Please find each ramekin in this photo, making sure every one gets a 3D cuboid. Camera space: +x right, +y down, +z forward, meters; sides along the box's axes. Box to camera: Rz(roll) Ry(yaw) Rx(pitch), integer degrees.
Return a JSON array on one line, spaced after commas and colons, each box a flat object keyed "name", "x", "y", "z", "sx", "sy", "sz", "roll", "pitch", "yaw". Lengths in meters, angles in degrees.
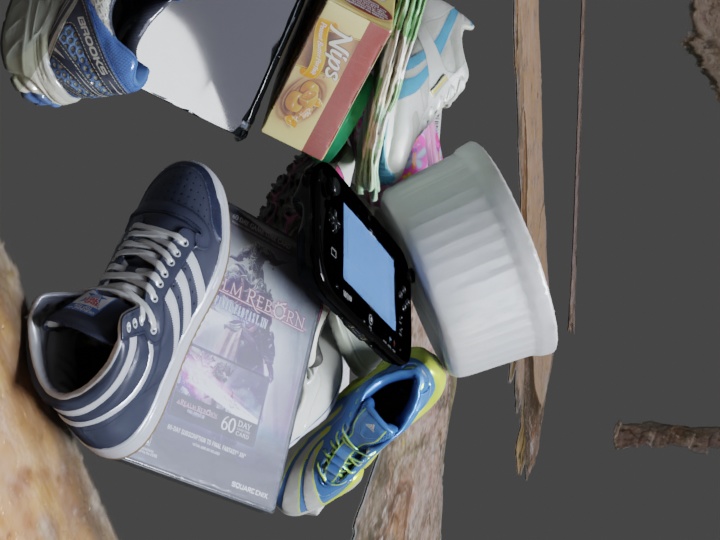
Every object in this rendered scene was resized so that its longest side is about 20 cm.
[{"name": "ramekin", "x": 0.092, "y": -0.004, "z": 1.103, "sx": 0.200, "sy": 0.097, "sz": 0.202, "roll": 158, "pitch": -90, "yaw": -88}]

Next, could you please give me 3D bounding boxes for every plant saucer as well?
[{"name": "plant saucer", "x": 0.003, "y": -0.003, "z": 1.152, "sx": 0.200, "sy": 0.050, "sz": 0.202, "roll": -13, "pitch": 90, "yaw": -78}]

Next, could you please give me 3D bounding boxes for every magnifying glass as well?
[{"name": "magnifying glass", "x": -0.011, "y": -0.159, "z": 1.028, "sx": 0.080, "sy": 0.022, "sz": 0.201, "roll": -51, "pitch": -164, "yaw": 36}]

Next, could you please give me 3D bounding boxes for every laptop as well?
[{"name": "laptop", "x": -0.091, "y": -0.192, "z": 0.862, "sx": 0.200, "sy": 0.102, "sz": 0.179, "roll": -140, "pitch": -105, "yaw": -82}]

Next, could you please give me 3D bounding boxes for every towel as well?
[{"name": "towel", "x": 0.027, "y": -0.171, "z": 0.980, "sx": 0.153, "sy": 0.023, "sz": 0.202, "roll": -90, "pitch": -168, "yaw": -68}]

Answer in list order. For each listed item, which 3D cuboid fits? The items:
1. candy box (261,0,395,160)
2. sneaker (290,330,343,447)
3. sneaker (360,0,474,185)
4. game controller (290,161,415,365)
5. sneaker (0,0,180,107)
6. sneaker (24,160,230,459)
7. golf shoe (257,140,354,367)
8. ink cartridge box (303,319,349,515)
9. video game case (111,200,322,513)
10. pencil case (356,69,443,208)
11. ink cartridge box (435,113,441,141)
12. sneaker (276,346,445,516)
[{"name": "candy box", "x": -0.019, "y": -0.186, "z": 0.949, "sx": 0.116, "sy": 0.055, "sz": 0.201, "roll": -59, "pitch": -167, "yaw": 31}, {"name": "sneaker", "x": -0.058, "y": 0.100, "z": 1.026, "sx": 0.071, "sy": 0.073, "sz": 0.200, "roll": -63, "pitch": 176, "yaw": 36}, {"name": "sneaker", "x": 0.053, "y": -0.165, "z": 1.121, "sx": 0.076, "sy": 0.080, "sz": 0.202, "roll": 138, "pitch": -31, "yaw": -62}, {"name": "game controller", "x": 0.000, "y": 0.000, "z": 0.958, "sx": 0.200, "sy": 0.042, "sz": 0.105, "roll": 46, "pitch": 30, "yaw": -57}, {"name": "sneaker", "x": -0.130, "y": -0.184, "z": 0.695, "sx": 0.077, "sy": 0.084, "sz": 0.202, "roll": 42, "pitch": 56, "yaw": -69}, {"name": "sneaker", "x": -0.139, "y": 0.007, "z": 0.760, "sx": 0.109, "sy": 0.069, "sz": 0.202, "roll": 62, "pitch": 41, "yaw": -64}, {"name": "golf shoe", "x": -0.042, "y": -0.017, "z": 1.022, "sx": 0.092, "sy": 0.072, "sz": 0.202, "roll": 37, "pitch": 60, "yaw": -33}, {"name": "ink cartridge box", "x": -0.038, "y": 0.122, "z": 1.188, "sx": 0.095, "sy": 0.037, "sz": 0.202, "roll": -40, "pitch": 136, "yaw": -67}, {"name": "video game case", "x": -0.095, "y": 0.058, "z": 0.897, "sx": 0.142, "sy": 0.019, "sz": 0.202, "roll": 29, "pitch": 66, "yaw": -39}, {"name": "pencil case", "x": 0.043, "y": -0.114, "z": 1.224, "sx": 0.087, "sy": 0.086, "sz": 0.202, "roll": -33, "pitch": 115, "yaw": -68}, {"name": "ink cartridge box", "x": 0.046, "y": -0.111, "z": 1.358, "sx": 0.176, "sy": 0.044, "sz": 0.203, "roll": -19, "pitch": 114, "yaw": -72}, {"name": "sneaker", "x": -0.012, "y": 0.141, "z": 1.083, "sx": 0.200, "sy": 0.076, "sz": 0.105, "roll": -46, "pitch": 172, "yaw": 4}]
